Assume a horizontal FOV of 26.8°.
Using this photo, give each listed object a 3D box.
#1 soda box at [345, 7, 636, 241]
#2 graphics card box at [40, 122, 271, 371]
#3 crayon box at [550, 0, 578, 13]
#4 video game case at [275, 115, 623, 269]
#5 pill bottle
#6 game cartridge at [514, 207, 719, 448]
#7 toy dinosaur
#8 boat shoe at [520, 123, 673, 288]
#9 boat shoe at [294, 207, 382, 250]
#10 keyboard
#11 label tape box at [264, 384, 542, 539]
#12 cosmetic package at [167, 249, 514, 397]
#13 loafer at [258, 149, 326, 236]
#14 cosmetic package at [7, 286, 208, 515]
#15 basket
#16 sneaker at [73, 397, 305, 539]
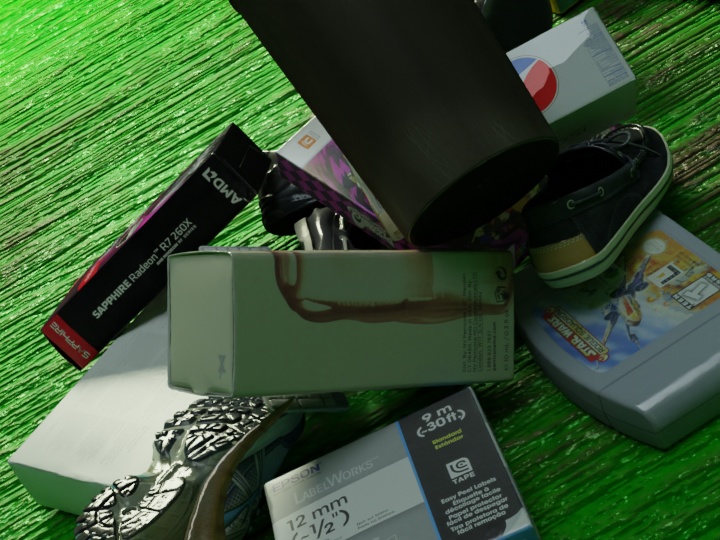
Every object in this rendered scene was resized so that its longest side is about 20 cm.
[{"bbox_3d":[0.091,-0.099,1.052,0.200,0.068,0.064,-27,71,2],"label":"soda box"},{"bbox_3d":[-0.157,-0.022,1.181,0.200,0.051,0.126,-43,10,14],"label":"graphics card box"},{"bbox_3d":[0.201,-0.333,1.435,0.200,0.058,0.172,-38,34,-16],"label":"crayon box"},{"bbox_3d":[0.068,-0.089,1.137,0.200,0.036,0.181,35,66,26],"label":"video game case"},{"bbox_3d":[0.072,-0.227,1.333,0.112,0.112,0.200,-41,34,-20],"label":"pill bottle"},{"bbox_3d":[0.177,0.030,0.968,0.133,0.042,0.200,-28,32,-9],"label":"game cartridge"},{"bbox_3d":[-0.093,0.175,0.863,0.106,0.201,0.060,3,-14,-22],"label":"toy dinosaur"},{"bbox_3d":[0.159,-0.060,1.018,0.074,0.062,0.200,-18,19,35],"label":"boat shoe"},{"bbox_3d":[0.000,0.000,1.106,0.063,0.073,0.200,-30,28,2],"label":"boat shoe"},{"bbox_3d":[-0.063,0.037,1.045,0.056,0.011,0.200,6,30,-25],"label":"keyboard"},{"bbox_3d":[0.020,0.139,0.903,0.143,0.066,0.200,-26,34,3],"label":"label tape box"},{"bbox_3d":[-0.012,0.030,0.946,0.199,0.088,0.103,-1,1,-31],"label":"cosmetic package"},{"bbox_3d":[0.004,-0.098,1.218,0.199,0.073,0.072,-21,73,7],"label":"loafer"},{"bbox_3d":[-0.135,0.094,1.091,0.150,0.052,0.200,4,43,41],"label":"cosmetic package"},{"bbox_3d":[0.027,-0.127,0.961,0.136,0.180,0.200,-38,72,18],"label":"basket"},{"bbox_3d":[-0.102,0.148,0.966,0.077,0.087,0.200,5,30,36],"label":"sneaker"}]
